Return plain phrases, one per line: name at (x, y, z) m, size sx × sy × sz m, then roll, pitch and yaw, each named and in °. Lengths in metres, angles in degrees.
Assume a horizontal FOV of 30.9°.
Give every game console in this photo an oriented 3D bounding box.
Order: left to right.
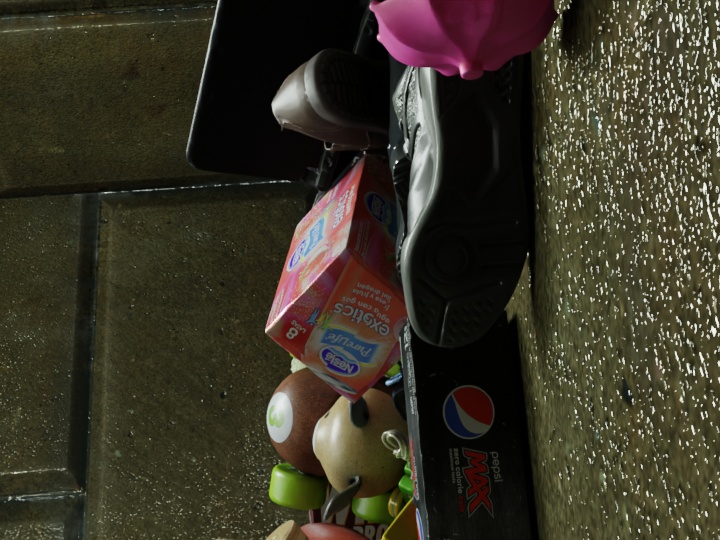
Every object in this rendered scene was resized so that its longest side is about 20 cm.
game console at (-0.040, -0.179, 1.083) m, size 0.176 × 0.115 × 0.201 m, roll -53°, pitch -13°, yaw -47°

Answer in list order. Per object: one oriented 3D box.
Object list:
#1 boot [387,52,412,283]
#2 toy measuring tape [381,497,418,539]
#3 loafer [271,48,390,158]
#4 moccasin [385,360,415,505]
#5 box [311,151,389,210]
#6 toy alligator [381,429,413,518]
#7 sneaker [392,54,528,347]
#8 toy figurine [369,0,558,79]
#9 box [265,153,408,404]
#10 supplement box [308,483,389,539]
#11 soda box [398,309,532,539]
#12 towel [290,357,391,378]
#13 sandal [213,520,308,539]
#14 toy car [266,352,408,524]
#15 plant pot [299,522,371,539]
boot at (0.048, -0.103, 0.959) m, size 0.166 × 0.065 × 0.202 m, roll 85°, pitch 179°, yaw -49°
toy measuring tape at (0.042, 0.223, 0.967) m, size 0.200 × 0.073 × 0.074 m, roll -43°, pitch -39°, yaw -47°
loafer at (0.001, -0.128, 1.019) m, size 0.199 × 0.070 × 0.074 m, roll 13°, pitch -112°, yaw -55°
moccasin at (0.057, 0.092, 1.005) m, size 0.201 × 0.067 × 0.081 m, roll -97°, pitch 5°, yaw -45°
box at (0.004, -0.066, 1.285) m, size 0.201 × 0.049 × 0.159 m, roll 85°, pitch -158°, yaw -63°
toy alligator at (0.060, 0.190, 1.093) m, size 0.054 × 0.059 × 0.202 m, roll -44°, pitch -43°, yaw -33°
sneaker at (0.059, -0.059, 0.796) m, size 0.114 × 0.075 × 0.202 m, roll -105°, pitch 14°, yaw -79°
toy figurine at (0.045, -0.192, 0.641) m, size 0.200 × 0.148 × 0.186 m, roll -58°, pitch -39°, yaw -58°
box at (0.000, 0.000, 1.051) m, size 0.103 × 0.094 × 0.201 m, roll -45°, pitch 14°, yaw 23°
supplement box at (0.009, 0.234, 1.383) m, size 0.197 × 0.131 × 0.203 m, roll -126°, pitch 32°, yaw -83°
soda box at (0.069, 0.131, 0.837) m, size 0.063 × 0.070 × 0.203 m, roll 110°, pitch 156°, yaw -78°
towel at (0.000, 0.108, 1.328) m, size 0.200 × 0.146 × 0.037 m, roll -98°, pitch 6°, yaw -79°
sandal at (-0.097, 0.233, 0.992) m, size 0.070 × 0.077 × 0.212 m, roll 48°, pitch -165°, yaw -4°
toy car at (-0.014, 0.145, 1.130) m, size 0.200 × 0.156 × 0.167 m, roll -33°, pitch -48°, yaw -84°
plant pot at (-0.015, 0.312, 1.109) m, size 0.195 × 0.198 × 0.204 m, roll -163°, pitch 69°, yaw -76°
